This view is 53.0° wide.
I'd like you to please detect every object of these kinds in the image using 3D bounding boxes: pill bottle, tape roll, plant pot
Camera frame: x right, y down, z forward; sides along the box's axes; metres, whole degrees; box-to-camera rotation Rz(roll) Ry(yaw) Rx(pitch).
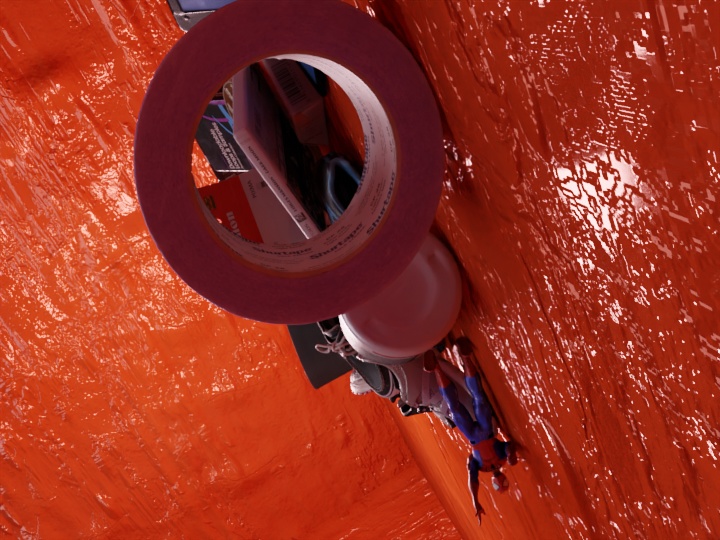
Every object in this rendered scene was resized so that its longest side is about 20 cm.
[{"bbox_3d":[0.032,0.032,0.709,0.116,0.112,0.200,59,174,9],"label":"pill bottle"},{"bbox_3d":[-0.048,-0.073,0.481,0.203,0.197,0.085,62,174,-19],"label":"tape roll"},{"bbox_3d":[-0.038,0.076,1.235,0.201,0.157,0.205,-22,-90,-90],"label":"plant pot"}]

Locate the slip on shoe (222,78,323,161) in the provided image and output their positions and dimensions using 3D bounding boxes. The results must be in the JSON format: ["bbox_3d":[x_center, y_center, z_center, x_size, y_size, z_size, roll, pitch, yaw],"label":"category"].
[{"bbox_3d":[-0.114,-0.199,1.016,0.075,0.061,0.201,-2,137,50],"label":"slip on shoe"}]

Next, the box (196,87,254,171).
[{"bbox_3d":[-0.177,-0.220,1.140,0.195,0.037,0.145,5,140,28],"label":"box"}]

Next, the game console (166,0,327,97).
[{"bbox_3d":[-0.125,-0.264,0.720,0.201,0.166,0.122,80,-174,-73],"label":"game console"}]

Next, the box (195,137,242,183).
[{"bbox_3d":[-0.227,-0.270,1.322,0.167,0.162,0.202,57,173,35],"label":"box"}]

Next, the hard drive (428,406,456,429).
[{"bbox_3d":[0.086,0.127,1.079,0.204,0.037,0.140,63,174,-6],"label":"hard drive"}]

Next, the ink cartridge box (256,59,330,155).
[{"bbox_3d":[-0.098,-0.232,0.938,0.165,0.049,0.200,61,171,12],"label":"ink cartridge box"}]

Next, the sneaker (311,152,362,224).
[{"bbox_3d":[0.000,-0.042,0.844,0.203,0.072,0.082,61,173,-7],"label":"sneaker"}]

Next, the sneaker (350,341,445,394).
[{"bbox_3d":[0.043,0.109,0.977,0.200,0.079,0.076,-46,66,49],"label":"sneaker"}]

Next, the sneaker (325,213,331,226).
[{"bbox_3d":[0.000,0.000,1.027,0.131,0.078,0.200,63,174,-33],"label":"sneaker"}]

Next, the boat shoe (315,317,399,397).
[{"bbox_3d":[-0.018,0.077,0.904,0.073,0.068,0.203,-26,91,46],"label":"boat shoe"}]

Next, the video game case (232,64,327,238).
[{"bbox_3d":[-0.099,-0.149,0.879,0.183,0.023,0.202,54,-165,-38],"label":"video game case"}]

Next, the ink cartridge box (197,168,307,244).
[{"bbox_3d":[-0.131,-0.072,1.052,0.047,0.198,0.164,-17,96,45],"label":"ink cartridge box"}]

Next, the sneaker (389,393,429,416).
[{"bbox_3d":[0.072,0.180,1.214,0.071,0.081,0.202,-119,4,-51],"label":"sneaker"}]

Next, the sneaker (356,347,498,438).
[{"bbox_3d":[0.079,0.138,0.851,0.200,0.082,0.075,45,174,-2],"label":"sneaker"}]

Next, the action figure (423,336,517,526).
[{"bbox_3d":[0.128,0.183,0.773,0.100,0.064,0.203,-96,-18,-60],"label":"action figure"}]
